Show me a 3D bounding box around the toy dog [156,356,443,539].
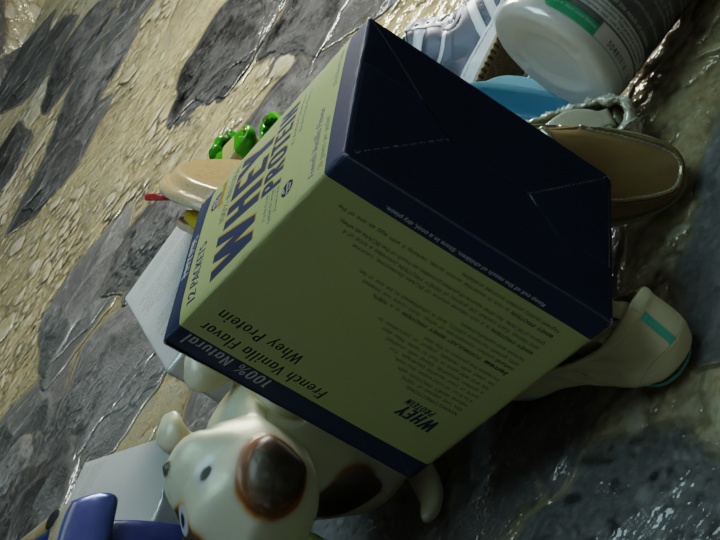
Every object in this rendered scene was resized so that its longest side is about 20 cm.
[{"bbox_3d":[-0.055,0.135,1.039,0.140,0.194,0.200,-49,-10,31],"label":"toy dog"}]

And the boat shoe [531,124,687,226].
[{"bbox_3d":[0.124,-0.068,1.018,0.076,0.199,0.072,100,168,-76],"label":"boat shoe"}]

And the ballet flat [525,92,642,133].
[{"bbox_3d":[0.110,-0.082,1.094,0.199,0.072,0.072,-22,25,-6],"label":"ballet flat"}]

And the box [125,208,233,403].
[{"bbox_3d":[-0.097,0.050,1.311,0.106,0.152,0.200,-54,25,2],"label":"box"}]

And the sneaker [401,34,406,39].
[{"bbox_3d":[0.026,-0.177,1.449,0.121,0.083,0.200,-53,32,17],"label":"sneaker"}]

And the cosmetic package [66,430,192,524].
[{"bbox_3d":[-0.191,0.220,1.359,0.200,0.081,0.113,-19,43,51],"label":"cosmetic package"}]

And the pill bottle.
[{"bbox_3d":[0.201,-0.231,1.154,0.200,0.113,0.113,-52,23,-11],"label":"pill bottle"}]

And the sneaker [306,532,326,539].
[{"bbox_3d":[-0.021,0.235,1.034,0.076,0.076,0.200,-56,25,-5],"label":"sneaker"}]

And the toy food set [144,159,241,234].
[{"bbox_3d":[-0.080,-0.055,1.304,0.200,0.197,0.049,-141,58,-63],"label":"toy food set"}]

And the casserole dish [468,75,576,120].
[{"bbox_3d":[0.104,-0.063,1.157,0.039,0.121,0.200,85,-162,-54],"label":"casserole dish"}]

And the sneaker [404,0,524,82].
[{"bbox_3d":[0.113,-0.228,1.345,0.108,0.070,0.200,24,83,46],"label":"sneaker"}]

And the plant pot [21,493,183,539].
[{"bbox_3d":[-0.199,0.296,1.138,0.200,0.180,0.200,-38,30,32],"label":"plant pot"}]

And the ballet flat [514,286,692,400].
[{"bbox_3d":[0.132,0.044,1.005,0.200,0.069,0.070,-15,46,56],"label":"ballet flat"}]

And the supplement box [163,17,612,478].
[{"bbox_3d":[0.019,-0.007,0.961,0.200,0.200,0.135,-44,25,38],"label":"supplement box"}]

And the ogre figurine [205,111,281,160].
[{"bbox_3d":[-0.060,-0.099,1.471,0.200,0.120,0.098,-29,40,47],"label":"ogre figurine"}]
